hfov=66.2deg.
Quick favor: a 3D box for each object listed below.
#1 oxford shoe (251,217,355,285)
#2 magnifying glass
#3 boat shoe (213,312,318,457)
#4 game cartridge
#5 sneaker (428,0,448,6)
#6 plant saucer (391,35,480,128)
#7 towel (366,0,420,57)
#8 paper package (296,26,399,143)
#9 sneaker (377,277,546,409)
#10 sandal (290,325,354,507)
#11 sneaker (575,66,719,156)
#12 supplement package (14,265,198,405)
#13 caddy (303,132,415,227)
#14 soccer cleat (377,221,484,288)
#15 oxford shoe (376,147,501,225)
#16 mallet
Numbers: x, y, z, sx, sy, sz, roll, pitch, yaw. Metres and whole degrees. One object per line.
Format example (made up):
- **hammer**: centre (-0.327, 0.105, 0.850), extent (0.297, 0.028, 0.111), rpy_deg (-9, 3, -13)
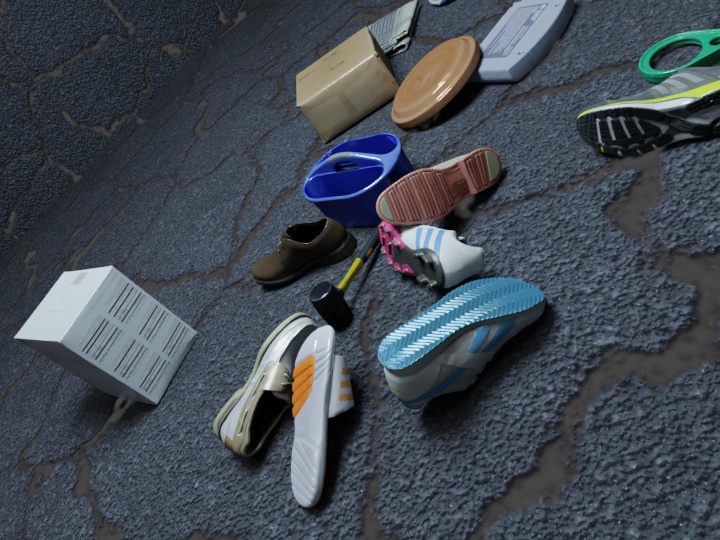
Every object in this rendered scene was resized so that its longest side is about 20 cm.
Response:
- **oxford shoe**: centre (-0.112, -0.038, 0.914), extent (0.199, 0.084, 0.073), rpy_deg (-25, 41, 24)
- **magnifying glass**: centre (0.458, -0.286, 0.692), extent (0.199, 0.022, 0.080), rpy_deg (-9, 47, 39)
- **boat shoe**: centre (-0.111, 0.154, 0.737), extent (0.068, 0.075, 0.201), rpy_deg (24, 78, 45)
- **game cartridge**: centre (0.278, -0.403, 0.960), extent (0.200, 0.041, 0.133), rpy_deg (-52, 34, -12)
- **sneaker**: centre (0.172, -0.693, 1.304), extent (0.075, 0.088, 0.201), rpy_deg (-32, 39, 10)
- **plant saucer**: centre (0.129, -0.349, 1.012), extent (0.200, 0.032, 0.201), rpy_deg (-37, 31, 27)
- **towel**: centre (0.046, -0.560, 1.330), extent (0.191, 0.035, 0.201), rpy_deg (-14, 46, 33)
- **paper package**: centre (-0.031, -0.401, 1.185), extent (0.199, 0.104, 0.191), rpy_deg (-30, 37, 18)
- **sneaker**: centre (0.115, 0.075, 0.604), extent (0.199, 0.081, 0.077), rpy_deg (-26, 33, -11)
- **sandal**: centre (-0.043, 0.173, 0.669), extent (0.079, 0.059, 0.209), rpy_deg (-21, 60, 51)
- **sneaker**: centre (0.361, -0.193, 0.655), extent (0.198, 0.074, 0.081), rpy_deg (-2, 45, 32)
- **supplement package**: centre (-0.436, 0.113, 0.962), extent (0.190, 0.200, 0.148), rpy_deg (-3, 51, 40)
- **caddy**: centre (-0.006, -0.155, 0.912), extent (0.199, 0.105, 0.142), rpy_deg (1, 55, 43)
- **soccer cleat**: centre (0.091, -0.027, 0.742), extent (0.086, 0.070, 0.200), rpy_deg (-16, 24, -16)
- **oxford shoe**: centre (0.103, -0.112, 0.777), extent (0.199, 0.071, 0.074), rpy_deg (-22, 9, -20)
- **mallet**: centre (0.000, 0.000, 0.819), extent (0.041, 0.066, 0.200), rpy_deg (2, 40, 42)
